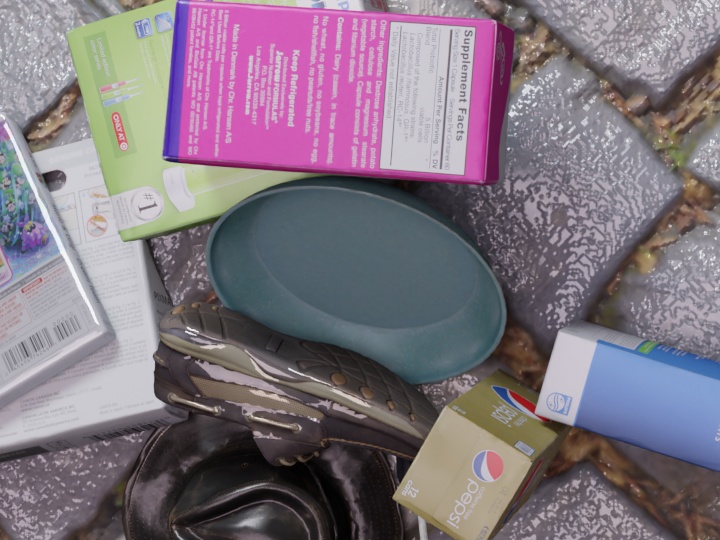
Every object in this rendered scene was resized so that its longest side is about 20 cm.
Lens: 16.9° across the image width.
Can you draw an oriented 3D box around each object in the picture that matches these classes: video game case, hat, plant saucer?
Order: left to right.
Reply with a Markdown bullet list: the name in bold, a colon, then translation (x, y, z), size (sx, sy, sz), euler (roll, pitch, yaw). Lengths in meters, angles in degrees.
- **video game case**: translation (-0.287, 0.017, 1.656), size (0.200, 0.024, 0.182), euler (-31, 70, 10)
- **hat**: translation (-0.074, 0.176, 1.615), size (0.200, 0.081, 0.202), euler (1, 94, 14)
- **plant saucer**: translation (0.000, 0.000, 1.561), size (0.199, 0.200, 0.036), euler (8, 53, 13)

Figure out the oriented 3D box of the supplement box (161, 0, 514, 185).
- **supplement box**: translation (-0.011, -0.108, 1.488), size (0.199, 0.101, 0.104), euler (6, 93, 9)

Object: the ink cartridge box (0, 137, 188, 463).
- **ink cartridge box**: translation (-0.212, 0.022, 1.668), size (0.162, 0.057, 0.201), euler (-14, 70, 14)

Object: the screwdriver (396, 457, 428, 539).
- **screwdriver**: translation (0.040, 0.162, 1.544), size (0.028, 0.200, 0.029), euler (-7, 126, 2)

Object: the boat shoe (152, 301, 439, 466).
- **boat shoe**: translation (-0.043, 0.086, 1.582), size (0.199, 0.075, 0.074), euler (22, 110, 7)

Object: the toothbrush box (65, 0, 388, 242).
- **toothbrush box**: translation (-0.074, -0.114, 1.596), size (0.199, 0.086, 0.146), euler (-16, 90, 14)

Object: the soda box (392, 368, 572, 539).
- **soda box**: translation (0.081, 0.116, 1.514), size (0.064, 0.200, 0.068), euler (31, 100, 9)

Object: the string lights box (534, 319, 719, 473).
- **string lights box**: translation (0.219, 0.089, 1.530), size (0.199, 0.103, 0.059), euler (17, 97, 12)
